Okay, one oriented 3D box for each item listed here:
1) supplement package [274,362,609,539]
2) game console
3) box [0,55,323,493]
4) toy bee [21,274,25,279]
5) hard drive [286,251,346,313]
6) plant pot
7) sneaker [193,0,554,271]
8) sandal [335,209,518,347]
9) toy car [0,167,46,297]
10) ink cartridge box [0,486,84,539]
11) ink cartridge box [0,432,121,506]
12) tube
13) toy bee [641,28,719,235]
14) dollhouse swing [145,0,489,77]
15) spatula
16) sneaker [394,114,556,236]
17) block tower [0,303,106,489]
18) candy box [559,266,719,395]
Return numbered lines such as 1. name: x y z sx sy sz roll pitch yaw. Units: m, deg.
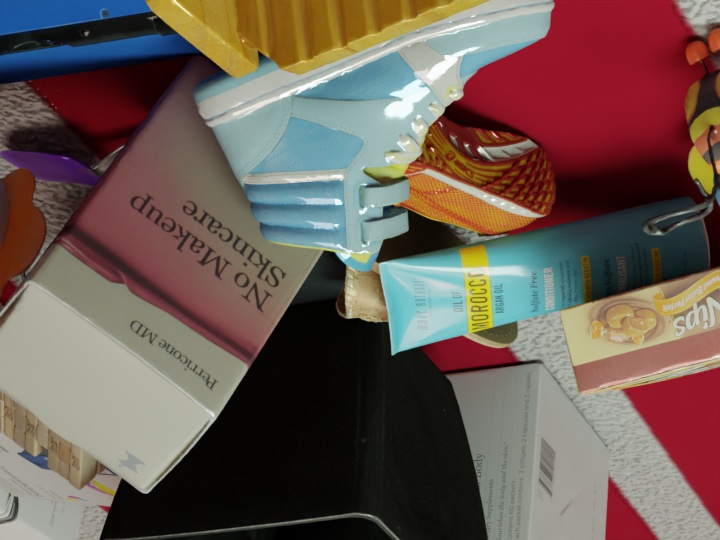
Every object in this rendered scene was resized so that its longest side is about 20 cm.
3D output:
1. supplement package: 0.061 0.177 1.651 0.200 0.152 0.151 -8 146 24
2. game console: -0.167 -0.169 1.238 0.200 0.118 0.171 -7 116 20
3. box: -0.107 0.000 1.270 0.128 0.200 0.109 36 140 -7
4. toy bee: -0.168 0.009 1.448 0.200 0.131 0.109 12 117 23
5. hard drive: -0.056 0.023 1.529 0.139 0.033 0.200 26 145 -30
6. plant pot: -0.031 0.132 1.503 0.199 0.178 0.200 -10 147 25
7. sneaker: 0.023 -0.075 1.219 0.200 0.131 0.080 -18 -172 7
8. sandal: 0.000 -0.004 1.424 0.212 0.078 0.070 34 129 -26
9. toy car: -0.258 -0.043 1.287 0.200 0.177 0.184 8 161 21
10. ink cartridge box: -0.331 0.161 1.769 0.144 0.084 0.200 -14 144 32
11. ink cartridge box: -0.189 0.107 1.611 0.200 0.088 0.145 2 156 23
12. tube: 0.111 0.000 1.378 0.200 0.050 0.078 -13 128 -6
13. toy bee: 0.227 -0.082 1.250 0.131 0.109 0.200 -19 167 24
14. dollhouse swing: -0.048 -0.207 1.016 0.200 0.182 0.176 -17 163 36
15. spatula: -0.131 -0.076 1.385 0.200 0.021 0.057 -11 157 24
16. sneaker: 0.026 -0.066 1.322 0.200 0.073 0.077 30 142 -34
17. block tower: -0.243 0.064 1.509 0.200 0.054 0.058 34 139 21
18. candy box: 0.198 0.035 1.375 0.115 0.055 0.200 -16 174 14
